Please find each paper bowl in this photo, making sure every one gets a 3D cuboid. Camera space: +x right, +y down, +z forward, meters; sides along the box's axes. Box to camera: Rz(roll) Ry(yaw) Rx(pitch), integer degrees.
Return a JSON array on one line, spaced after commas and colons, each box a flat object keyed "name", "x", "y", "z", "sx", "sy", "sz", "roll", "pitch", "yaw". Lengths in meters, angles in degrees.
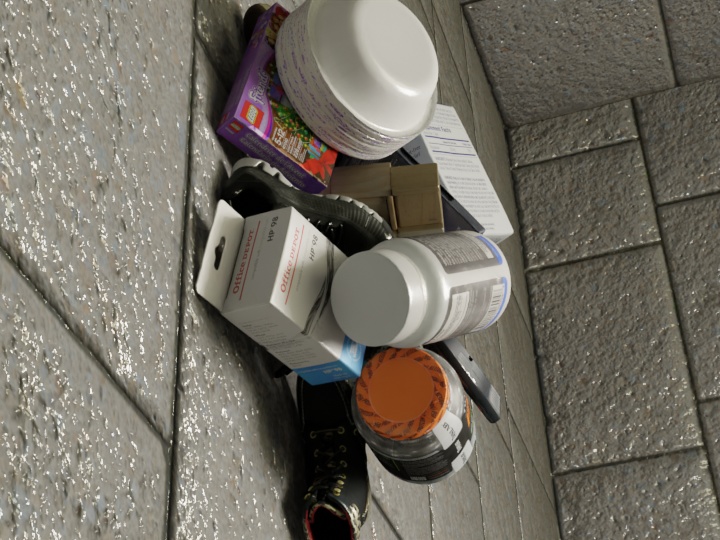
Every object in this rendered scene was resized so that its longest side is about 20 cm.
[{"name": "paper bowl", "x": 0.009, "y": -0.236, "z": 1.635, "sx": 0.200, "sy": 0.104, "sz": 0.201, "roll": 25, "pitch": 51, "yaw": -35}]

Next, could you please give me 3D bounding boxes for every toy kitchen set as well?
[{"name": "toy kitchen set", "x": 0.000, "y": 0.000, "z": 1.647, "sx": 0.163, "sy": 0.199, "sz": 0.181, "roll": 79, "pitch": 7, "yaw": -49}]

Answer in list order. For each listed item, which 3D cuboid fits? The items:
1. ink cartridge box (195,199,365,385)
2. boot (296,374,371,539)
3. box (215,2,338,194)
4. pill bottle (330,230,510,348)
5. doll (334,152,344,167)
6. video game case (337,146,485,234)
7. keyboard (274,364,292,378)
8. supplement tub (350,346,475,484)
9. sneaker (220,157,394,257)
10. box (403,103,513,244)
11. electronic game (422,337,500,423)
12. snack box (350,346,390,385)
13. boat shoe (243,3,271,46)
[{"name": "ink cartridge box", "x": -0.071, "y": 0.019, "z": 1.452, "sx": 0.200, "sy": 0.067, "sz": 0.116, "roll": 42, "pitch": 48, "yaw": -42}, {"name": "boot", "x": -0.032, "y": 0.210, "z": 1.561, "sx": 0.154, "sy": 0.073, "sz": 0.204, "roll": -67, "pitch": 146, "yaw": -78}, {"name": "box", "x": -0.078, "y": -0.195, "z": 1.632, "sx": 0.137, "sy": 0.039, "sz": 0.200, "roll": 35, "pitch": 46, "yaw": -24}, {"name": "pill bottle", "x": 0.063, "y": 0.020, "z": 1.488, "sx": 0.200, "sy": 0.113, "sz": 0.114, "roll": -8, "pitch": 85, "yaw": -56}, {"name": "doll", "x": -0.042, "y": -0.172, "z": 1.869, "sx": 0.136, "sy": 0.048, "sz": 0.201, "roll": -2, "pitch": 63, "yaw": -43}, {"name": "video game case", "x": 0.049, "y": -0.071, "z": 1.747, "sx": 0.200, "sy": 0.143, "sz": 0.019, "roll": 45, "pitch": 45, "yaw": 13}, {"name": "keyboard", "x": -0.019, "y": 0.074, "z": 1.626, "sx": 0.040, "sy": 0.104, "sz": 0.200, "roll": 48, "pitch": 27, "yaw": 2}, {"name": "supplement tub", "x": 0.058, "y": 0.156, "z": 1.555, "sx": 0.200, "sy": 0.122, "sz": 0.123, "roll": 65, "pitch": 16, "yaw": -69}, {"name": "sneaker", "x": -0.063, "y": -0.051, "z": 1.518, "sx": 0.091, "sy": 0.199, "sz": 0.067, "roll": -53, "pitch": 165, "yaw": -58}, {"name": "box", "x": 0.089, "y": -0.112, "z": 1.871, "sx": 0.201, "sy": 0.105, "sz": 0.184, "roll": 65, "pitch": 22, "yaw": 9}, {"name": "electronic game", "x": 0.098, "y": 0.095, "z": 1.666, "sx": 0.200, "sy": 0.042, "sz": 0.200, "roll": 52, "pitch": -1, "yaw": 1}, {"name": "snack box", "x": -0.001, "y": 0.073, "z": 1.750, "sx": 0.200, "sy": 0.116, "sz": 0.037, "roll": -85, "pitch": 158, "yaw": -54}, {"name": "boat shoe", "x": -0.066, "y": -0.245, "z": 1.754, "sx": 0.076, "sy": 0.072, "sz": 0.200, "roll": -31, "pitch": 87, "yaw": -41}]
